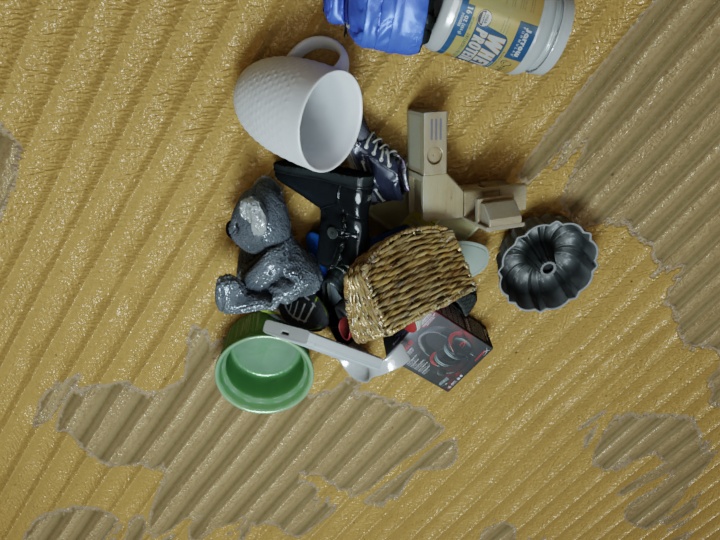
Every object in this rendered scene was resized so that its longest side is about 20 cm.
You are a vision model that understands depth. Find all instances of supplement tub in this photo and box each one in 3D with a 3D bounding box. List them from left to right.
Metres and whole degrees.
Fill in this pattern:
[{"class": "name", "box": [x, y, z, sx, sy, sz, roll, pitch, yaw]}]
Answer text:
[{"class": "supplement tub", "box": [0.200, -0.380, 0.929, 0.195, 0.146, 0.147, 11, 121, -13]}]

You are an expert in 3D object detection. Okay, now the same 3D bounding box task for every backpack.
[{"class": "backpack", "box": [0.029, -0.388, 0.873, 0.163, 0.202, 0.166, 0, 124, -6]}]

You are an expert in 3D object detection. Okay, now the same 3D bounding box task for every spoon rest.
[{"class": "spoon rest", "box": [0.013, 0.184, 1.263, 0.198, 0.060, 0.101, -17, 108, 52]}]

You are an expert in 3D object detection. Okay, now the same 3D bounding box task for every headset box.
[{"class": "headset box", "box": [0.151, 0.142, 1.293, 0.198, 0.076, 0.149, 32, 115, -23]}]

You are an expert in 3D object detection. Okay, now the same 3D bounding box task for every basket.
[{"class": "basket", "box": [0.065, 0.017, 1.050, 0.197, 0.149, 0.146, -24, 87, -25]}]

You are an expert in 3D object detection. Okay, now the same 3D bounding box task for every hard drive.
[{"class": "hard drive", "box": [-0.068, 0.139, 1.161, 0.198, 0.130, 0.027, 26, 77, -44]}]

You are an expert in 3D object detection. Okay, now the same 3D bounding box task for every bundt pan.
[{"class": "bundt pan", "box": [0.352, -0.022, 1.212, 0.196, 0.076, 0.206, -3, 122, -5]}]

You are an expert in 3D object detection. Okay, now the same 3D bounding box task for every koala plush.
[{"class": "koala plush", "box": [-0.162, -0.053, 1.082, 0.178, 0.178, 0.205, -4, 111, 9]}]

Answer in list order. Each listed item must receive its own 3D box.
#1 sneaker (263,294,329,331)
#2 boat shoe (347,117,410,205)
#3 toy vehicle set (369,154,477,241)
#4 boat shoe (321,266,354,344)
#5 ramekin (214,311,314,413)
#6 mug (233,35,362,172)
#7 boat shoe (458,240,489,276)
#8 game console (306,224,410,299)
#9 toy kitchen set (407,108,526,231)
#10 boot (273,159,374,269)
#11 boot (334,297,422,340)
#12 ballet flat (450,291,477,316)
[{"class": "sneaker", "box": [-0.119, 0.072, 1.177, 0.081, 0.198, 0.075, 37, 79, -42]}, {"class": "boat shoe", "box": [0.024, -0.202, 1.044, 0.091, 0.075, 0.203, 4, 133, 31]}, {"class": "toy vehicle set", "box": [0.118, -0.104, 1.164, 0.198, 0.027, 0.124, 35, 112, -24]}, {"class": "boat shoe", "box": [-0.042, 0.076, 1.160, 0.073, 0.066, 0.203, 23, 135, 18]}, {"class": "ramekin", "box": [-0.192, 0.182, 1.267, 0.194, 0.099, 0.204, -3, 123, -4]}, {"class": "mug", "box": [-0.093, -0.271, 0.958, 0.203, 0.173, 0.148, -59, 149, -8]}, {"class": "boat shoe", "box": [0.147, -0.021, 1.166, 0.195, 0.060, 0.078, -3, 105, -23]}, {"class": "game console", "box": [0.000, 0.000, 1.205, 0.167, 0.119, 0.204, 18, 133, 25]}, {"class": "toy kitchen set", "box": [0.196, -0.174, 1.042, 0.195, 0.163, 0.186, -8, 109, -16]}, {"class": "boot", "box": [-0.067, -0.093, 1.064, 0.196, 0.076, 0.173, 14, 112, 23]}, {"class": "boot", "box": [0.030, 0.087, 1.140, 0.146, 0.072, 0.201, -53, 133, -16]}, {"class": "ballet flat", "box": [0.160, 0.051, 1.212, 0.197, 0.066, 0.058, 13, 91, -39]}]
